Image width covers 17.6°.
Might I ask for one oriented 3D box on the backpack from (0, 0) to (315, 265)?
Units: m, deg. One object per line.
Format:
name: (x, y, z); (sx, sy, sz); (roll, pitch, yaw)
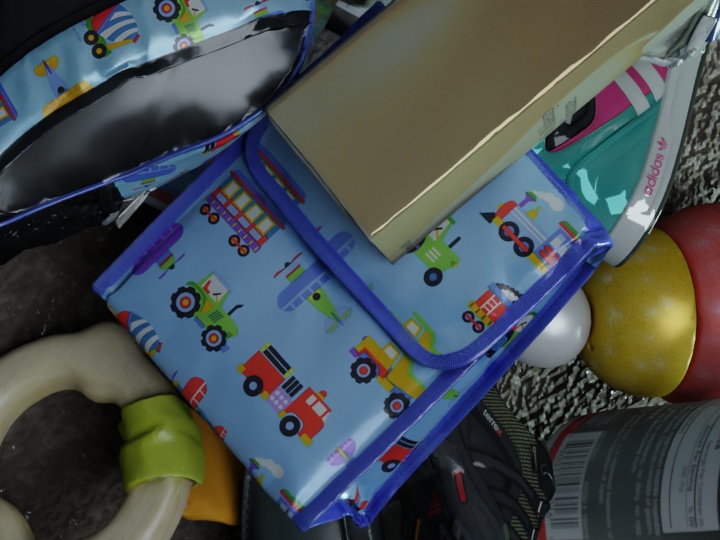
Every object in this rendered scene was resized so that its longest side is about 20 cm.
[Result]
backpack: (-0.121, -0.108, 0.979); (0.198, 0.135, 0.184); (-21, 80, -3)

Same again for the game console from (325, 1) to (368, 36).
game console: (0.010, -0.205, 1.143); (0.199, 0.031, 0.178); (25, 94, -29)

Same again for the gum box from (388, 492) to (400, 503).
gum box: (0.037, 0.162, 1.222); (0.199, 0.044, 0.171); (22, 90, -30)

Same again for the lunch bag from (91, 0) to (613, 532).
lunch bag: (0.007, -0.007, 1.040); (0.200, 0.151, 0.094); (-47, 164, 10)

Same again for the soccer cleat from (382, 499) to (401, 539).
soccer cleat: (0.079, 0.188, 1.174); (0.070, 0.086, 0.200); (-49, 118, -10)

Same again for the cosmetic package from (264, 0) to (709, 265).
cosmetic package: (0.063, -0.095, 0.955); (0.200, 0.105, 0.071); (-40, 82, 2)

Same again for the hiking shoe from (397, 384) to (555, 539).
hiking shoe: (0.065, 0.123, 1.115); (0.100, 0.075, 0.202); (-13, 89, -43)

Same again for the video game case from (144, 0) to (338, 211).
video game case: (-0.081, -0.134, 1.094); (0.142, 0.017, 0.201); (26, 94, -30)

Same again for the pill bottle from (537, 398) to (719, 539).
pill bottle: (0.189, 0.119, 1.146); (0.113, 0.199, 0.115); (8, 77, -42)

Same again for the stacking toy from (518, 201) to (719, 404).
stacking toy: (0.157, 0.018, 1.205); (0.198, 0.146, 0.148); (0, 101, -23)

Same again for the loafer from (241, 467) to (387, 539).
loafer: (-0.023, 0.161, 1.116); (0.070, 0.068, 0.203); (-27, 111, -65)

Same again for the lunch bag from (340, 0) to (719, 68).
lunch bag: (0.084, -0.190, 1.068); (0.198, 0.139, 0.169); (8, 102, -20)

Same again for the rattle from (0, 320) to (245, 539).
rattle: (-0.160, 0.121, 1.117); (0.200, 0.143, 0.130); (-40, 84, 1)

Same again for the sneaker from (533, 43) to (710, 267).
sneaker: (0.103, -0.105, 1.167); (0.120, 0.084, 0.201); (26, 51, -11)
